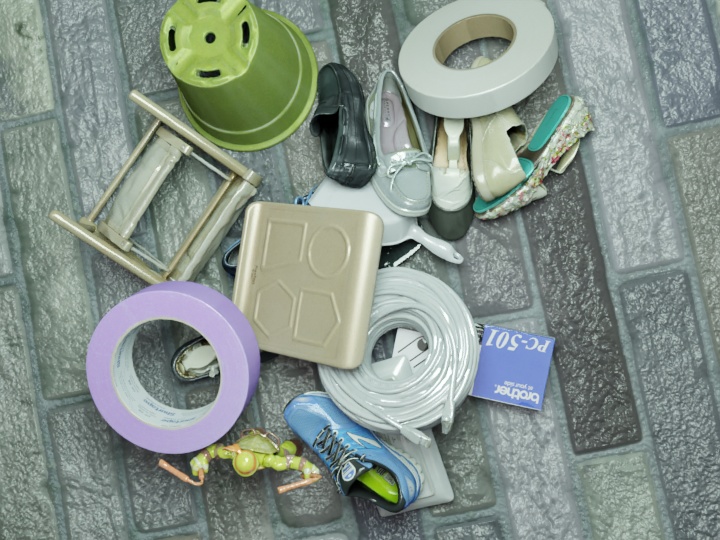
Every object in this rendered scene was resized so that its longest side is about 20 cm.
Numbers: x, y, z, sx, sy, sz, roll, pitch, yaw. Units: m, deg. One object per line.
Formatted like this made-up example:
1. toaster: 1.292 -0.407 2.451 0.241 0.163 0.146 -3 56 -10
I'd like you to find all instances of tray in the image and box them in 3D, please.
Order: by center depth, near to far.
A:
1. tray: 0.040 0.217 1.106 0.107 0.022 0.201 -18 94 16

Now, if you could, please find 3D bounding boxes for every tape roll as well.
1. tape roll: -0.226 0.116 1.049 0.199 0.066 0.201 1 100 5
2. tape roll: 0.147 -0.274 1.083 0.202 0.037 0.203 -13 49 15

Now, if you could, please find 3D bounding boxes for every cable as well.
1. cable: 0.047 0.099 1.054 0.199 0.069 0.201 18 77 21

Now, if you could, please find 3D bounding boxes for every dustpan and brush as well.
1. dustpan and brush: 0.046 -0.068 1.109 0.199 0.057 0.140 25 52 10

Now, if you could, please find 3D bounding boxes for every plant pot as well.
1. plant pot: -0.166 -0.269 1.100 0.199 0.190 0.201 0 86 6

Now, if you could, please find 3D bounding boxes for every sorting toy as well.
1. sorting toy: -0.067 0.014 1.057 0.199 0.036 0.186 8 89 33

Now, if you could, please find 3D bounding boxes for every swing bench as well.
1. swing bench: -0.256 -0.090 1.134 0.200 0.130 0.199 35 91 2

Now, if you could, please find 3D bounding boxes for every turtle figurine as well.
1. turtle figurine: -0.138 0.229 1.081 0.199 0.161 0.065 1 87 7

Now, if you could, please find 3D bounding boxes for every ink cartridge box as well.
1. ink cartridge box: 0.142 0.112 1.113 0.199 0.044 0.094 12 90 7

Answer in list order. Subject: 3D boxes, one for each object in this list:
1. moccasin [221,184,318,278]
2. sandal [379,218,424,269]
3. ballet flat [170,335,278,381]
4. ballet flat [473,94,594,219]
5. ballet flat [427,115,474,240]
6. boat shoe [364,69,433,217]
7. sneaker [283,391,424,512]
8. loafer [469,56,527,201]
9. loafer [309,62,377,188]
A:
1. moccasin: -0.091 -0.046 1.137 0.200 0.068 0.081 -36 82 0
2. sandal: 0.000 -0.001 1.132 0.075 0.048 0.200 44 90 7
3. ballet flat: -0.162 0.097 1.139 0.199 0.073 0.073 -23 84 5
4. ballet flat: 0.230 -0.133 1.109 0.064 0.076 0.200 36 98 -26
5. ballet flat: 0.114 -0.142 1.119 0.068 0.068 0.201 -1 87 6
6. boat shoe: 0.048 -0.161 1.095 0.074 0.065 0.203 -3 61 -12
7. sneaker: -0.012 0.223 1.063 0.200 0.089 0.079 35 105 7
8. loafer: 0.176 -0.182 1.093 0.068 0.076 0.201 -7 70 18
9. loafer: -0.031 -0.194 1.106 0.070 0.068 0.201 8 52 -30
